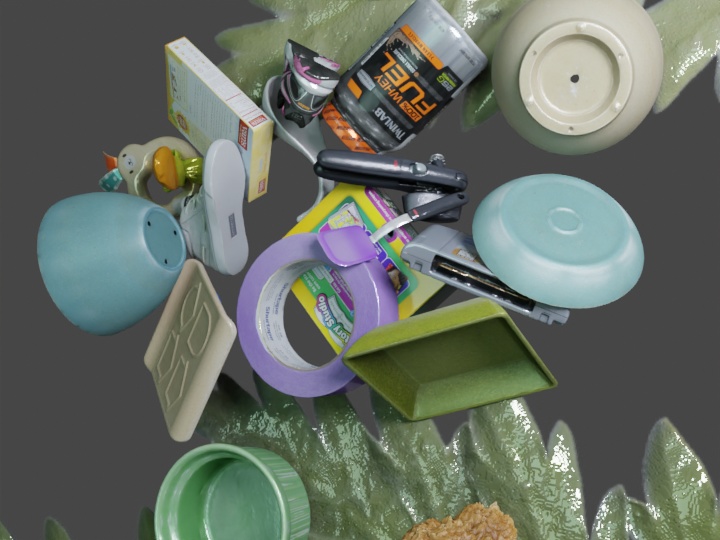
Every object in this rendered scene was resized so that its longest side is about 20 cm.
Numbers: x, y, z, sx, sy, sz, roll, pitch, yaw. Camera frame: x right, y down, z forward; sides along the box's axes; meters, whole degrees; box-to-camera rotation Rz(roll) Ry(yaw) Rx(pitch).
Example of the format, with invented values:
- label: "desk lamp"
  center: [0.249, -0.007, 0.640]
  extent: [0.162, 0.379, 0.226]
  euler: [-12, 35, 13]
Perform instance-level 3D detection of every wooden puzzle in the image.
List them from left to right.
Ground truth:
- label: "wooden puzzle"
  center: [-0.227, 0.106, 1.225]
  extent: [0.200, 0.046, 0.186]
  euler: [46, 116, 53]

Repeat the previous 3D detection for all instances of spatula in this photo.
- label: "spatula"
  center: [0.046, -0.056, 1.086]
  extent: [0.199, 0.021, 0.057]
  euler: [-23, 62, -13]

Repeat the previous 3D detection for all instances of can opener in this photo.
- label: "can opener"
  center: [0.040, -0.118, 1.117]
  extent: [0.198, 0.063, 0.079]
  euler: [14, 58, -14]

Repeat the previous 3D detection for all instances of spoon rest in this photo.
- label: "spoon rest"
  center: [-0.078, -0.169, 1.211]
  extent: [0.060, 0.099, 0.202]
  euler: [-17, 87, 36]

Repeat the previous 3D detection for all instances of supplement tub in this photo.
- label: "supplement tub"
  center: [0.052, -0.238, 1.137]
  extent: [0.200, 0.122, 0.123]
  euler: [-44, 69, 14]

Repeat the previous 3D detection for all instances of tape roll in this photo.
- label: "tape roll"
  center: [-0.055, 0.056, 1.120]
  extent: [0.199, 0.066, 0.202]
  euler: [-2, 85, 25]

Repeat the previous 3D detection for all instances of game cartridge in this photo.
- label: "game cartridge"
  center: [0.154, 0.000, 1.050]
  extent: [0.199, 0.133, 0.042]
  euler: [22, 113, 11]

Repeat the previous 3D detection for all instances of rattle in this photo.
- label: "rattle"
  center: [-0.334, -0.142, 1.295]
  extent: [0.199, 0.143, 0.131]
  euler: [21, 110, 19]

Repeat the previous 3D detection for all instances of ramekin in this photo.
- label: "ramekin"
  center: [-0.162, 0.327, 1.180]
  extent: [0.198, 0.098, 0.202]
  euler: [-3, 83, 24]

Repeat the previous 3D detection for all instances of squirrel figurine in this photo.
- label: "squirrel figurine"
  center: [0.137, 0.372, 1.023]
  extent: [0.185, 0.141, 0.202]
  euler: [-5, 84, 17]

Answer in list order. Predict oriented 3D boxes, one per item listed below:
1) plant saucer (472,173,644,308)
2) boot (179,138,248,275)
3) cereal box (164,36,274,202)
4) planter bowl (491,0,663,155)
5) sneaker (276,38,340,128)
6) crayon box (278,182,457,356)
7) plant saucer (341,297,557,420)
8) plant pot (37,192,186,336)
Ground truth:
- label: "plant saucer"
  center: [0.227, -0.047, 1.013]
  extent: [0.198, 0.036, 0.201]
  euler: [3, 49, -3]
- label: "boot"
  center: [-0.212, -0.091, 1.230]
  extent: [0.095, 0.073, 0.201]
  euler: [18, 123, 28]
- label: "cereal box"
  center: [-0.199, -0.208, 1.245]
  extent: [0.039, 0.144, 0.200]
  euler: [-33, 66, -30]
- label: "planter bowl"
  center: [0.242, -0.220, 1.005]
  extent: [0.198, 0.135, 0.202]
  euler: [4, 107, 12]
- label: "sneaker"
  center: [-0.080, -0.241, 1.167]
  extent: [0.080, 0.200, 0.087]
  euler: [26, 108, -9]
- label: "crayon box"
  center: [0.000, 0.000, 1.168]
  extent: [0.172, 0.058, 0.200]
  euler: [-43, 70, 16]
- label: "plant saucer"
  center: [0.106, 0.100, 1.048]
  extent: [0.199, 0.200, 0.048]
  euler: [-18, 53, 21]
- label: "plant pot"
  center: [-0.321, -0.024, 1.233]
  extent: [0.134, 0.200, 0.202]
  euler: [-18, 77, 24]
